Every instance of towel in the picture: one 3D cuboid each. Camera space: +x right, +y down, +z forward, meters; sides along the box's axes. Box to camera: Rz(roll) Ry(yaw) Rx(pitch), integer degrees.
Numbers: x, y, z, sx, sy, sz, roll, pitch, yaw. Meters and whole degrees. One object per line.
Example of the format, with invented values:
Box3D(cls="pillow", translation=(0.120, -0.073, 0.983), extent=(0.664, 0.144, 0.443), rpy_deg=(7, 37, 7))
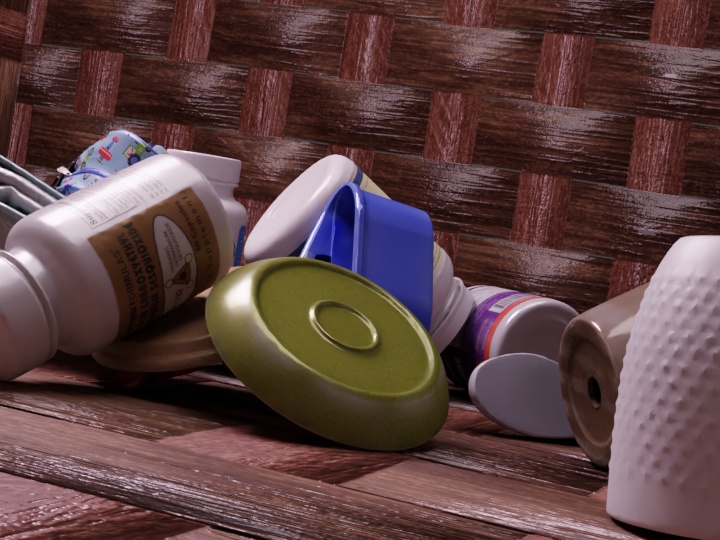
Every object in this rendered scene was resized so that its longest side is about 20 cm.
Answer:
Box3D(cls="towel", translation=(-0.276, -0.014, 1.252), extent=(0.200, 0.048, 0.171), rpy_deg=(32, -28, 9))

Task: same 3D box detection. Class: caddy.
Box3D(cls="caddy", translation=(-0.009, 0.020, 1.261), extent=(0.105, 0.200, 0.141), rpy_deg=(15, -35, -18))

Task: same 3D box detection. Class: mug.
Box3D(cls="mug", translation=(0.232, 0.071, 0.909), extent=(0.147, 0.176, 0.200), rpy_deg=(6, -1, 0))

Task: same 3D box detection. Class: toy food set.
Box3D(cls="toy food set", translation=(-0.116, 0.045, 1.157), extent=(0.200, 0.049, 0.198), rpy_deg=(-13, 18, -2))

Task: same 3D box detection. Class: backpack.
Box3D(cls="backpack", translation=(-0.215, -0.034, 1.354), extent=(0.183, 0.135, 0.200), rpy_deg=(48, -24, -9))

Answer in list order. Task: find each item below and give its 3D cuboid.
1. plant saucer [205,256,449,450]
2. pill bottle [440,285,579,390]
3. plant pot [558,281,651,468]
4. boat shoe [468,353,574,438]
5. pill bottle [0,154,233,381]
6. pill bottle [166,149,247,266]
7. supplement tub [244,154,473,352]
Box3D(cls="plant saucer", translation=(-0.017, 0.051, 1.063), extent=(0.200, 0.031, 0.200), rpy_deg=(23, 29, -13))
Box3D(cls="pill bottle", translation=(0.140, 0.074, 1.469), extent=(0.111, 0.112, 0.200), rpy_deg=(8, 2, -23))
Box3D(cls="plant pot", translation=(0.255, 0.081, 1.107), extent=(0.173, 0.200, 0.200), rpy_deg=(-9, 7, -15))
Box3D(cls="boat shoe", translation=(0.176, 0.114, 1.243), extent=(0.200, 0.070, 0.066), rpy_deg=(5, -14, -22))
Box3D(cls="pill bottle", translation=(-0.203, -0.001, 1.086), extent=(0.114, 0.115, 0.200), rpy_deg=(11, 33, 45))
Box3D(cls="pill bottle", translation=(-0.182, -0.026, 1.554), extent=(0.112, 0.200, 0.112), rpy_deg=(9, 1, 0))
Box3D(cls="supplement tub", translation=(0.000, 0.000, 1.425), extent=(0.200, 0.145, 0.145), rpy_deg=(43, -8, -15))
